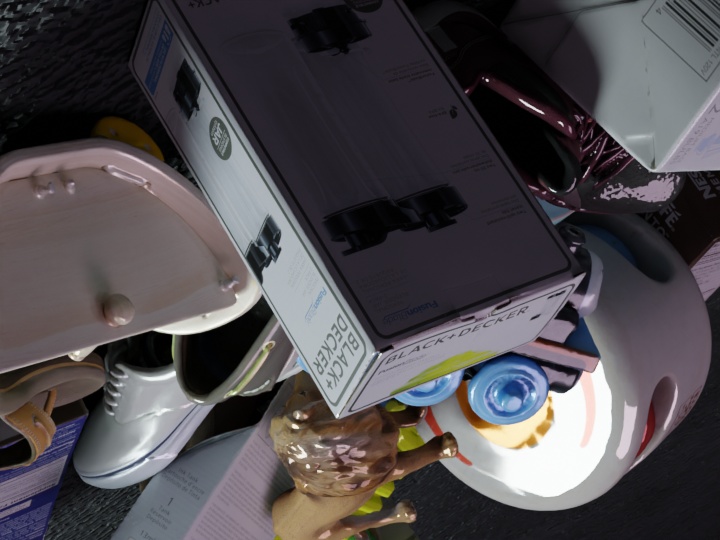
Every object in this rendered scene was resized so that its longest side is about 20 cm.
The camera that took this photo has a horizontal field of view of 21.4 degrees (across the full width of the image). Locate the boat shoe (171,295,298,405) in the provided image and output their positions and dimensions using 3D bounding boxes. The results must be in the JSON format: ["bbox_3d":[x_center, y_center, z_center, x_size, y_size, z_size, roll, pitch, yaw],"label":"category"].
[{"bbox_3d":[-0.044,-0.020,0.958,0.060,0.072,0.202,-31,145,-58],"label":"boat shoe"}]

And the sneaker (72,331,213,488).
[{"bbox_3d":[-0.122,0.059,1.129,0.071,0.073,0.200,22,129,-34],"label":"sneaker"}]

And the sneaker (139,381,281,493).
[{"bbox_3d":[-0.098,0.124,1.280,0.075,0.071,0.200,-15,154,-23],"label":"sneaker"}]

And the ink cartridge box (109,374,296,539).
[{"bbox_3d":[-0.084,0.135,1.228,0.200,0.050,0.162,-60,162,-12],"label":"ink cartridge box"}]

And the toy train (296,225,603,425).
[{"bbox_3d":[0.043,0.011,1.050,0.199,0.087,0.115,16,119,-16],"label":"toy train"}]

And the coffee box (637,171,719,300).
[{"bbox_3d":[0.185,-0.014,1.324,0.080,0.115,0.200,-15,152,-39],"label":"coffee box"}]

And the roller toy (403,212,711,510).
[{"bbox_3d":[0.128,0.052,1.239,0.182,0.201,0.140,-12,-168,40],"label":"roller toy"}]

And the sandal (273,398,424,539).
[{"bbox_3d":[-0.009,0.120,1.350,0.200,0.087,0.080,-43,145,-4],"label":"sandal"}]

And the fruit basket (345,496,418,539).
[{"bbox_3d":[-0.053,0.221,1.432,0.185,0.200,0.094,-31,117,-5],"label":"fruit basket"}]

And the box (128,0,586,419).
[{"bbox_3d":[-0.005,-0.046,0.844,0.116,0.200,0.060,-20,157,-31],"label":"box"}]

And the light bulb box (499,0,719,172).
[{"bbox_3d":[0.212,-0.162,0.967,0.200,0.125,0.198,-6,137,-50],"label":"light bulb box"}]

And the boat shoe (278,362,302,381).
[{"bbox_3d":[0.000,-0.002,1.142,0.202,0.074,0.065,-44,154,11],"label":"boat shoe"}]

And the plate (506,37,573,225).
[{"bbox_3d":[0.125,-0.090,1.099,0.200,0.026,0.201,-35,147,-26],"label":"plate"}]

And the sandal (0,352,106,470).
[{"bbox_3d":[-0.197,0.083,1.021,0.080,0.054,0.200,-19,179,16],"label":"sandal"}]

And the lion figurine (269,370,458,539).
[{"bbox_3d":[-0.016,0.136,1.214,0.122,0.073,0.200,-16,145,-30],"label":"lion figurine"}]

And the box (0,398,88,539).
[{"bbox_3d":[-0.242,0.144,1.177,0.121,0.032,0.200,-20,155,-29],"label":"box"}]

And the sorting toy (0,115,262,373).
[{"bbox_3d":[-0.181,0.019,0.901,0.180,0.107,0.200,-32,171,34],"label":"sorting toy"}]

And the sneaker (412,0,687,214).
[{"bbox_3d":[0.106,-0.059,0.987,0.200,0.116,0.076,23,110,-29],"label":"sneaker"}]
